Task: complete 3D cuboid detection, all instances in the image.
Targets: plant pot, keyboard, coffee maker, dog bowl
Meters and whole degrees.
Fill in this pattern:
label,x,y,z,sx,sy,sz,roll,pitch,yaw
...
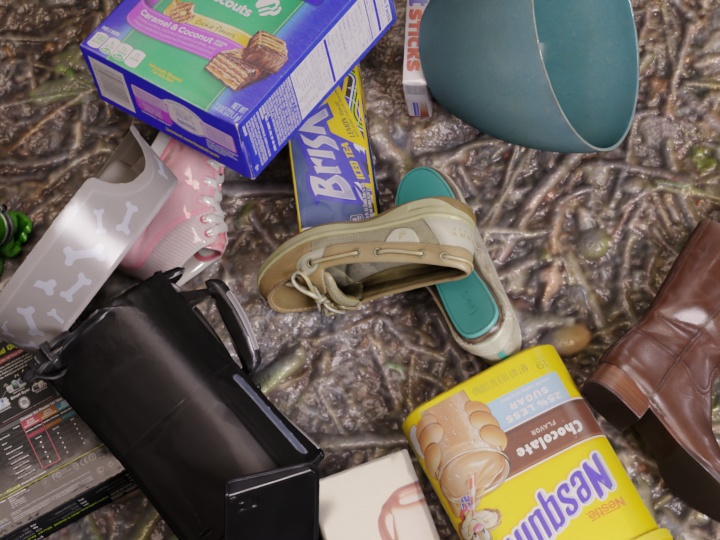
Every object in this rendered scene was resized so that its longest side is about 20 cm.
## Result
label,x,y,z,sx,sy,sz,roll,pitch,yaw
plant pot,0.127,-0.187,1.621,0.135,0.200,0.201,-8,69,30
keyboard,-0.092,0.223,1.486,0.127,0.200,0.021,-15,46,-19
coffee maker,-0.145,0.119,1.519,0.200,0.135,0.192,49,44,5
dog bowl,-0.215,-0.017,1.532,0.059,0.200,0.200,37,78,-6

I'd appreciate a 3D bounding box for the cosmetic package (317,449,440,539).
label,x,y,z,sx,sy,sz,roll,pitch,yaw
cosmetic package,0.031,0.252,1.516,0.087,0.103,0.200,-20,72,-3

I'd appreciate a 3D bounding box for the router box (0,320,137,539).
label,x,y,z,sx,sy,sz,roll,pitch,yaw
router box,-0.289,0.146,1.603,0.200,0.062,0.150,-28,71,-4

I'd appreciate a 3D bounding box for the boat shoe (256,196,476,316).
label,x,y,z,sx,sy,sz,roll,pitch,yaw
boat shoe,0.002,0.001,1.586,0.200,0.073,0.063,-16,52,25

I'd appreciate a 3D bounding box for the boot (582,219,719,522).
label,x,y,z,sx,sy,sz,roll,pitch,yaw
boot,0.294,0.079,1.572,0.186,0.064,0.200,46,62,-8

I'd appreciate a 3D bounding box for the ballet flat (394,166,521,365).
label,x,y,z,sx,sy,sz,roll,pitch,yaw
ballet flat,0.079,0.001,1.615,0.067,0.062,0.200,-31,49,13

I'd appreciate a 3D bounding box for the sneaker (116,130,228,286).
label,x,y,z,sx,sy,sz,roll,pitch,yaw
sneaker,-0.133,-0.070,1.655,0.105,0.075,0.200,34,82,15

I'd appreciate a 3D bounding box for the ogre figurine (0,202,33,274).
label,x,y,z,sx,sy,sz,roll,pitch,yaw
ogre figurine,-0.358,0.014,1.624,0.200,0.120,0.098,-28,71,-4

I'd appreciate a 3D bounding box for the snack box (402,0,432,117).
label,x,y,z,sx,sy,sz,roll,pitch,yaw
snack box,0.054,-0.237,1.692,0.024,0.072,0.200,1,72,7

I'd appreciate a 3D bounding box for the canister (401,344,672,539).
label,x,y,z,sx,sy,sz,roll,pitch,yaw
canister,0.137,0.175,1.540,0.148,0.087,0.200,-27,70,-4

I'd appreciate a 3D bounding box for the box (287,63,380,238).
label,x,y,z,sx,sy,sz,roll,pitch,yaw
box,-0.027,-0.114,1.664,0.070,0.064,0.200,-9,72,3

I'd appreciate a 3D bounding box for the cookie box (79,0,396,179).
label,x,y,z,sx,sy,sz,roll,pitch,yaw
cookie box,-0.098,-0.197,1.617,0.171,0.075,0.200,28,64,25
